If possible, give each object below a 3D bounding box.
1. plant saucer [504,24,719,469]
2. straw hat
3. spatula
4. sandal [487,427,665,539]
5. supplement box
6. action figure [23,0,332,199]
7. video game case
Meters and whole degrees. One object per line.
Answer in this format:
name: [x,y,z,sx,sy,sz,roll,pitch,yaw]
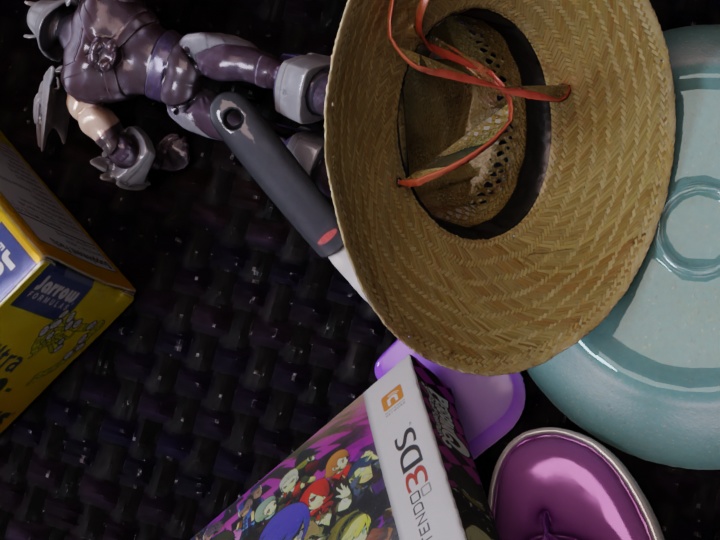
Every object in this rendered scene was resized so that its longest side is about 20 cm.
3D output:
plant saucer: [0.151,-0.015,0.826,0.198,0.036,0.202,-3,80,17]
straw hat: [0.036,-0.063,0.786,0.085,0.200,0.203,12,83,51]
spatula: [0.000,0.000,0.838,0.056,0.021,0.200,-37,104,8]
sandal: [0.096,0.166,0.804,0.082,0.050,0.205,-10,78,15]
supplement box: [-0.222,-0.029,0.901,0.109,0.109,0.200,-44,72,5]
action figure: [-0.076,-0.089,0.878,0.199,0.069,0.131,23,119,18]
video game case: [-0.028,0.152,0.783,0.200,0.036,0.182,-40,28,14]
